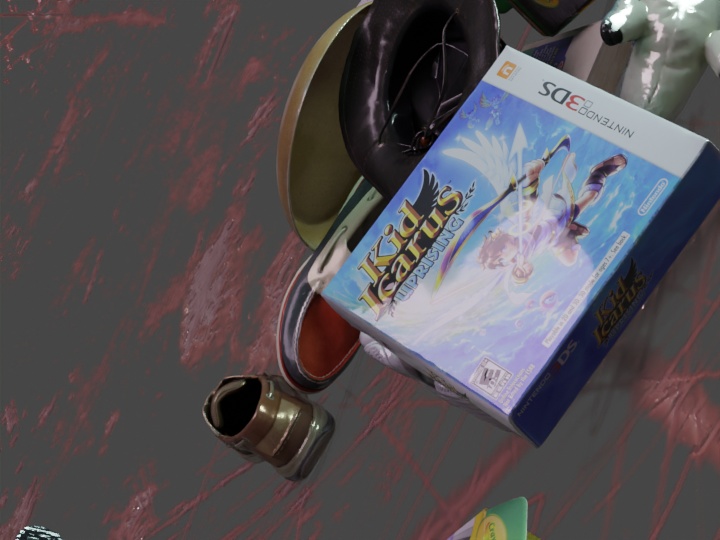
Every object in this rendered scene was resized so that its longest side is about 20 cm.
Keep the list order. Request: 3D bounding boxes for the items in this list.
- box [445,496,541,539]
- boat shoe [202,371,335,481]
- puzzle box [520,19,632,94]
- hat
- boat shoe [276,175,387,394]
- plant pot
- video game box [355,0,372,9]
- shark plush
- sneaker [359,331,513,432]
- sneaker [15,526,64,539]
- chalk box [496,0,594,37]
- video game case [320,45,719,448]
[{"bbox_3d":[0.041,0.223,1.214,0.200,0.048,0.118,-46,24,40],"label":"box"},{"bbox_3d":[-0.083,0.107,1.632,0.076,0.071,0.200,-63,20,-8],"label":"boat shoe"},{"bbox_3d":[0.116,-0.076,1.471,0.201,0.025,0.133,-65,20,-13],"label":"puzzle box"},{"bbox_3d":[0.068,-0.132,1.496,0.200,0.080,0.203,-17,70,57],"label":"hat"},{"bbox_3d":[0.000,0.000,1.590,0.062,0.071,0.201,-10,49,61],"label":"boat shoe"},{"bbox_3d":[-0.011,-0.112,1.622,0.027,0.200,0.201,18,75,26],"label":"plant pot"},{"bbox_3d":[0.069,-0.253,1.795,0.201,0.047,0.183,-54,18,17],"label":"video game box"},{"bbox_3d":[0.197,-0.169,1.352,0.084,0.090,0.201,96,-177,-56],"label":"shark plush"},{"bbox_3d":[0.075,0.029,1.361,0.114,0.075,0.200,-61,26,-3],"label":"sneaker"},{"bbox_3d":[-0.304,0.322,1.895,0.201,0.065,0.079,-90,24,-55],"label":"sneaker"},{"bbox_3d":[0.143,-0.260,1.474,0.200,0.124,0.124,-39,10,44],"label":"chalk box"},{"bbox_3d":[0.097,-0.020,1.269,0.181,0.045,0.201,31,82,45],"label":"video game case"}]
